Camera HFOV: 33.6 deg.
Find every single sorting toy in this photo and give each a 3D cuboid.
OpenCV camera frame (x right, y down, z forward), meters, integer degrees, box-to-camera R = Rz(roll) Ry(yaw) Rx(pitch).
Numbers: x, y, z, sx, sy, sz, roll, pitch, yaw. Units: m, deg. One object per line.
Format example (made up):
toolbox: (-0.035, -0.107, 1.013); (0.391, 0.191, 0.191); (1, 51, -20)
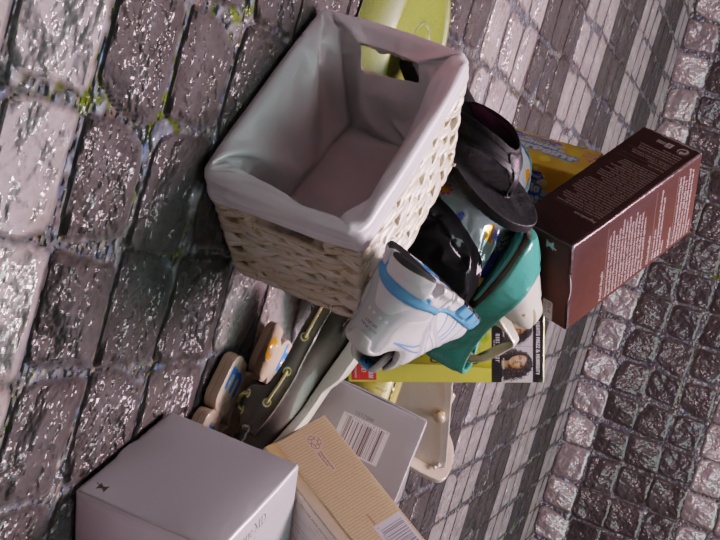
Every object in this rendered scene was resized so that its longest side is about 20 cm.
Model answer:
sorting toy: (0.078, 0.109, 1.410); (0.181, 0.105, 0.202); (-62, 160, -46)

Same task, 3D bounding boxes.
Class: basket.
basket: (-0.014, -0.080, 0.921); (0.201, 0.134, 0.124); (-58, 160, -33)

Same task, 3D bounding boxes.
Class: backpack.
backpack: (0.074, -0.064, 1.093); (0.126, 0.167, 0.200); (-32, -167, 37)

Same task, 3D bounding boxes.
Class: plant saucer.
plant saucer: (0.042, -0.208, 1.113); (0.200, 0.031, 0.203); (18, 89, -72)

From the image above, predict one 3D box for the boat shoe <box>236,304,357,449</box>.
boat shoe: (-0.065, 0.108, 0.993); (0.202, 0.060, 0.072); (-52, 174, -3)

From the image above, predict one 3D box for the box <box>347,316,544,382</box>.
box: (0.086, 0.073, 1.205); (0.050, 0.197, 0.077); (-48, 138, -83)

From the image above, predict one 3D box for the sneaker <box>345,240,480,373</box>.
sneaker: (0.030, 0.036, 0.886); (0.087, 0.075, 0.200); (-51, 162, 4)

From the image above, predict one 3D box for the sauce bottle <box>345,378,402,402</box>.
sauce bottle: (-0.004, 0.160, 1.260); (0.202, 0.064, 0.065); (-68, 161, -10)

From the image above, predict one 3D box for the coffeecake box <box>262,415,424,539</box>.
coffeecake box: (-0.045, 0.244, 0.961); (0.073, 0.154, 0.201); (-21, 152, -46)

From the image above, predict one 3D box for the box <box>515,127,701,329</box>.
box: (0.235, -0.043, 1.137); (0.199, 0.075, 0.101); (-34, 138, -32)

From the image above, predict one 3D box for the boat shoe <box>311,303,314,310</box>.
boat shoe: (0.000, 0.000, 1.146); (0.200, 0.072, 0.071); (-43, 165, -50)

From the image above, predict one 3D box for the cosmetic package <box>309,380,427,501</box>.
cosmetic package: (-0.011, 0.178, 1.122); (0.200, 0.106, 0.091); (111, 4, -71)

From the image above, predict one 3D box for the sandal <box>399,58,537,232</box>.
sandal: (0.096, -0.123, 1.026); (0.075, 0.202, 0.048); (-8, 153, -44)

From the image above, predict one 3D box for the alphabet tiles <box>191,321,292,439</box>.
alphabet tiles: (-0.106, 0.149, 1.041); (0.197, 0.014, 0.200); (-65, 160, -19)

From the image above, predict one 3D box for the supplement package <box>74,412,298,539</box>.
supplement package: (-0.131, 0.234, 0.885); (0.121, 0.118, 0.203); (-40, 143, -56)

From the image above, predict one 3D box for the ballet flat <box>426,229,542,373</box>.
ballet flat: (0.128, 0.034, 1.102); (0.068, 0.070, 0.200); (-57, -177, -41)

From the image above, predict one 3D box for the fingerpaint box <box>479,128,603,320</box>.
fingerpaint box: (0.133, -0.062, 1.238); (0.073, 0.198, 0.169); (-43, 147, -53)
